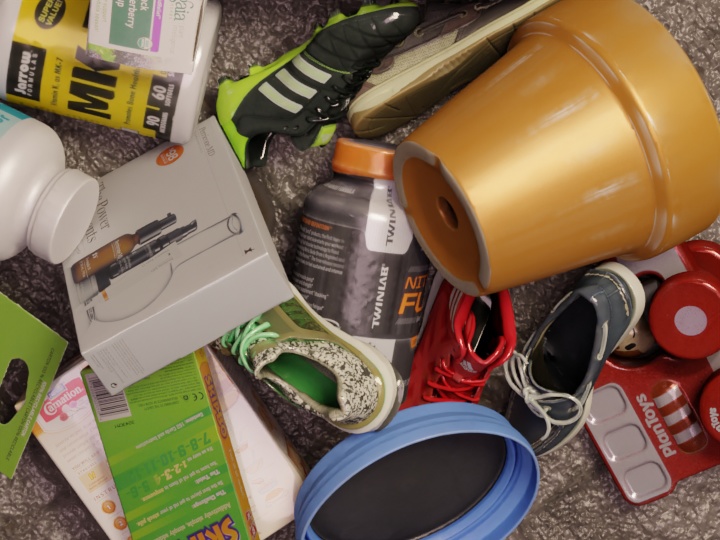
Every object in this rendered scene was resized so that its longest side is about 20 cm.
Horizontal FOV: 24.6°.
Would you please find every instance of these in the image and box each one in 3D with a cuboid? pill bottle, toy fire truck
[{"bbox_3d":[-0.296,-0.078,1.215,0.199,0.111,0.111,25,98,8],"label":"pill bottle"},{"bbox_3d":[0.239,0.076,1.310,0.168,0.112,0.200,-28,99,21],"label":"toy fire truck"},{"bbox_3d":[-0.212,-0.172,1.238,0.199,0.114,0.115,13,99,-4],"label":"pill bottle"},{"bbox_3d":[0.000,0.000,1.279,0.106,0.106,0.201,9,99,-4],"label":"pill bottle"}]

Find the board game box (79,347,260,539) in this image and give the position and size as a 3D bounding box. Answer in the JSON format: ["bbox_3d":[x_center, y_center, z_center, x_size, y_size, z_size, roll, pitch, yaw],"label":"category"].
[{"bbox_3d":[-0.139,0.158,1.254,0.095,0.030,0.201,-12,99,16],"label":"board game box"}]

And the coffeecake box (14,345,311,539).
[{"bbox_3d":[-0.151,0.138,1.312,0.153,0.073,0.200,-33,99,3],"label":"coffeecake box"}]

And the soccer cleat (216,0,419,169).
[{"bbox_3d":[-0.027,-0.140,1.238,0.200,0.067,0.081,-25,83,37],"label":"soccer cleat"}]

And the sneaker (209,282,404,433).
[{"bbox_3d":[-0.065,0.052,1.203,0.200,0.089,0.077,29,100,17],"label":"sneaker"}]

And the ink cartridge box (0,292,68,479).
[{"bbox_3d":[-0.338,0.063,1.243,0.200,0.076,0.148,33,117,11],"label":"ink cartridge box"}]

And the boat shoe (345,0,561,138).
[{"bbox_3d":[0.068,-0.179,1.270,0.200,0.072,0.066,-32,74,0],"label":"boat shoe"}]

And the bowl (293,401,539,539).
[{"bbox_3d":[0.042,0.178,1.291,0.200,0.039,0.201,-14,139,-13],"label":"bowl"}]

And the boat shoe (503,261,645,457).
[{"bbox_3d":[0.154,0.079,1.279,0.075,0.062,0.200,48,134,19],"label":"boat shoe"}]

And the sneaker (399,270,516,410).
[{"bbox_3d":[0.068,0.085,1.291,0.078,0.116,0.201,10,99,-4],"label":"sneaker"}]

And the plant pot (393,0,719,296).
[{"bbox_3d":[0.132,-0.076,1.199,0.183,0.200,0.201,-29,100,-19],"label":"plant pot"}]

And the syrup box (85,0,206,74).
[{"bbox_3d":[-0.142,-0.239,1.184,0.081,0.201,0.079,9,137,-5],"label":"syrup box"}]

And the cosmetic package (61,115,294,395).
[{"bbox_3d":[-0.145,-0.016,1.225,0.150,0.200,0.052,-27,128,1],"label":"cosmetic package"}]
